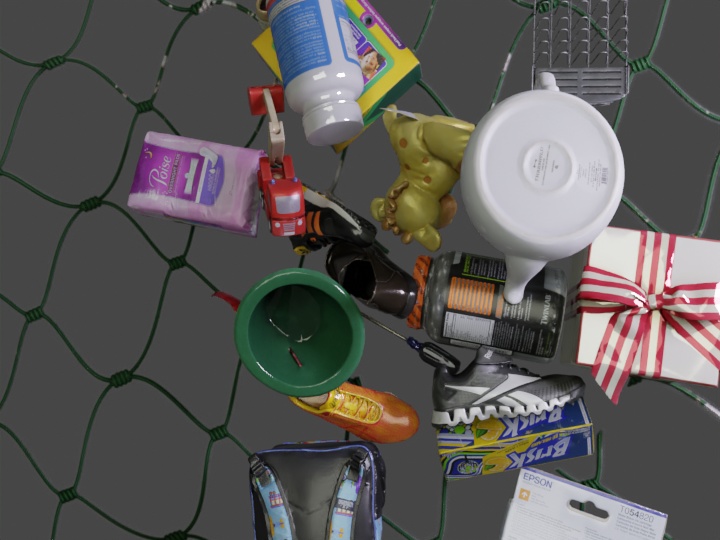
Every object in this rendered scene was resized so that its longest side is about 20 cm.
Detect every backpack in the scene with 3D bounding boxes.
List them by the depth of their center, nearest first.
[{"bbox_3d":[-0.050,0.330,0.907,0.176,0.135,0.207,-5,81,8],"label":"backpack"}]

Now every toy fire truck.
[{"bbox_3d":[-0.111,-0.151,0.922,0.047,0.201,0.145,-7,122,-12],"label":"toy fire truck"}]

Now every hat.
[{"bbox_3d":[-0.093,0.054,0.967,0.198,0.176,0.167,36,99,-12],"label":"hat"}]

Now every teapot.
[{"bbox_3d":[0.202,-0.104,0.817,0.198,0.146,0.200,-36,82,-3],"label":"teapot"}]

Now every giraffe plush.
[{"bbox_3d":[0.095,-0.119,0.943,0.194,0.173,0.167,8,109,-20],"label":"giraffe plush"}]

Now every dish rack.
[{"bbox_3d":[0.309,-0.334,0.979,0.148,0.055,0.207,2,83,10],"label":"dish rack"}]

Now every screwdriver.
[{"bbox_3d":[0.054,0.086,0.979,0.197,0.028,0.029,33,58,13],"label":"screwdriver"}]

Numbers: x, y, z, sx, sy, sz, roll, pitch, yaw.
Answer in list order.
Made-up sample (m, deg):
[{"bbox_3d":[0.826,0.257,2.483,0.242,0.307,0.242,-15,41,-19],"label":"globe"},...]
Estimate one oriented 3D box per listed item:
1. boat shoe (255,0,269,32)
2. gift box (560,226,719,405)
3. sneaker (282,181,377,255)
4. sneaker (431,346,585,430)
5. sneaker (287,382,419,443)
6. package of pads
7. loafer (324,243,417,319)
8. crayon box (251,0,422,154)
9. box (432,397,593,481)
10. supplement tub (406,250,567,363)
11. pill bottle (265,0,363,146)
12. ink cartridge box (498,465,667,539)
[{"bbox_3d":[-0.086,-0.447,1.053,0.073,0.066,0.202,35,89,12],"label":"boat shoe"},{"bbox_3d":[0.346,0.061,0.852,0.178,0.187,0.207,3,82,10],"label":"gift box"},{"bbox_3d":[-0.053,-0.053,0.963,0.199,0.069,0.092,33,95,48],"label":"sneaker"},{"bbox_3d":[0.177,0.137,0.866,0.194,0.066,0.094,-11,86,11],"label":"sneaker"},{"bbox_3d":[-0.016,0.189,0.951,0.194,0.077,0.075,14,83,9],"label":"sneaker"},{"bbox_3d":[-0.233,-0.128,1.030,0.194,0.076,0.124,11,81,11],"label":"package of pads"},{"bbox_3d":[0.000,0.000,0.928,0.199,0.070,0.075,27,100,56],"label":"loafer"},{"bbox_3d":[-0.035,-0.310,1.030,0.172,0.058,0.201,-40,79,3],"label":"crayon box"},{"bbox_3d":[0.197,0.210,0.906,0.194,0.065,0.071,-13,39,8],"label":"box"},{"bbox_3d":[0.163,0.044,0.917,0.194,0.123,0.127,10,84,11],"label":"supplement tub"},{"bbox_3d":[-0.057,-0.281,0.944,0.109,0.112,0.206,-14,81,7],"label":"pill bottle"},{"bbox_3d":[0.271,0.378,0.895,0.194,0.041,0.206,17,85,11],"label":"ink cartridge box"}]
